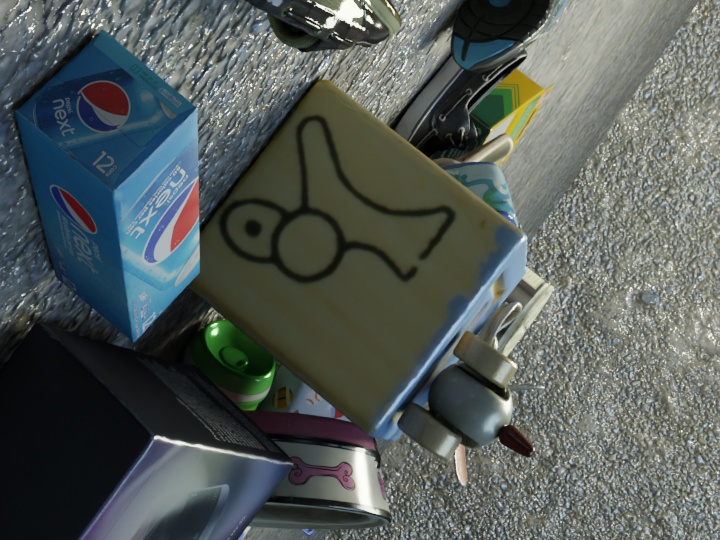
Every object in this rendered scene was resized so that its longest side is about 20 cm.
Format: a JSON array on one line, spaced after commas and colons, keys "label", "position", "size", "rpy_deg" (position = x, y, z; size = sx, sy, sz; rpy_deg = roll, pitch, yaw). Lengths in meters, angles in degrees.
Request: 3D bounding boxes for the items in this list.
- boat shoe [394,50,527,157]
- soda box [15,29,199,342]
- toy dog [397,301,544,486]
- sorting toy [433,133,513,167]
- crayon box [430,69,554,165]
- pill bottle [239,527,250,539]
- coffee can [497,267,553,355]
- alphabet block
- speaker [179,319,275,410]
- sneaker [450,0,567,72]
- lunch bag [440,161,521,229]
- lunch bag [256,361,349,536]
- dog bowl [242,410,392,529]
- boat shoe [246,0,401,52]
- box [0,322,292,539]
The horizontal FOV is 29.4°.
[{"label": "boat shoe", "position": [0.093, -0.155, 1.355], "size": [0.201, 0.066, 0.070], "rpy_deg": [-51, 170, -9]}, {"label": "soda box", "position": [-0.132, -0.038, 0.748], "size": [0.064, 0.068, 0.200], "rpy_deg": [-48, 169, -22]}, {"label": "toy dog", "position": [0.101, 0.112, 1.088], "size": [0.133, 0.096, 0.200], "rpy_deg": [-55, 169, 20]}, {"label": "sorting toy", "position": [0.054, -0.070, 1.364], "size": [0.184, 0.037, 0.200], "rpy_deg": [-29, 179, 25]}, {"label": "crayon box", "position": [0.145, -0.160, 1.614], "size": [0.200, 0.051, 0.126], "rpy_deg": [-37, 162, -54]}, {"label": "pill bottle", "position": [-0.211, 0.304, 1.415], "size": [0.201, 0.113, 0.114], "rpy_deg": [-53, 170, 1]}, {"label": "coffee can", "position": [0.109, 0.017, 1.628], "size": [0.147, 0.199, 0.147], "rpy_deg": [-50, 169, -13]}, {"label": "alphabet block", "position": [0.000, 0.000, 1.095], "size": [0.196, 0.199, 0.196], "rpy_deg": [-51, 169, -4]}, {"label": "speaker", "position": [-0.149, 0.141, 1.228], "size": [0.201, 0.088, 0.088], "rpy_deg": [-58, 168, 30]}, {"label": "sneaker", "position": [0.151, -0.236, 1.297], "size": [0.200, 0.073, 0.082], "rpy_deg": [-46, 158, -33]}, {"label": "lunch bag", "position": [0.052, -0.019, 1.274], "size": [0.197, 0.083, 0.161], "rpy_deg": [-15, 154, 2]}, {"label": "lunch bag", "position": [-0.068, 0.125, 1.317], "size": [0.171, 0.123, 0.200], "rpy_deg": [-58, -150, 10]}, {"label": "dog bowl", "position": [-0.072, 0.163, 1.112], "size": [0.200, 0.197, 0.075], "rpy_deg": [90, 3, -73]}, {"label": "boat shoe", "position": [-0.028, -0.163, 0.807], "size": [0.066, 0.072, 0.201], "rpy_deg": [-43, 171, 7]}, {"label": "box", "position": [-0.179, 0.162, 0.904], "size": [0.201, 0.123, 0.198], "rpy_deg": [-54, 154, 5]}]
